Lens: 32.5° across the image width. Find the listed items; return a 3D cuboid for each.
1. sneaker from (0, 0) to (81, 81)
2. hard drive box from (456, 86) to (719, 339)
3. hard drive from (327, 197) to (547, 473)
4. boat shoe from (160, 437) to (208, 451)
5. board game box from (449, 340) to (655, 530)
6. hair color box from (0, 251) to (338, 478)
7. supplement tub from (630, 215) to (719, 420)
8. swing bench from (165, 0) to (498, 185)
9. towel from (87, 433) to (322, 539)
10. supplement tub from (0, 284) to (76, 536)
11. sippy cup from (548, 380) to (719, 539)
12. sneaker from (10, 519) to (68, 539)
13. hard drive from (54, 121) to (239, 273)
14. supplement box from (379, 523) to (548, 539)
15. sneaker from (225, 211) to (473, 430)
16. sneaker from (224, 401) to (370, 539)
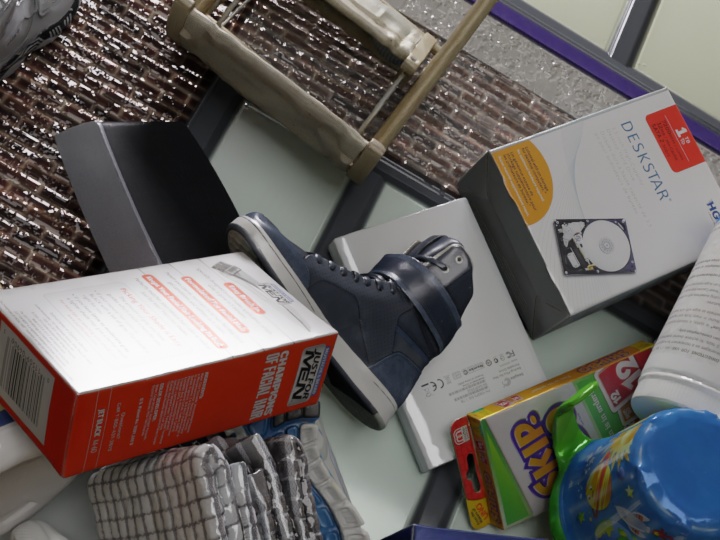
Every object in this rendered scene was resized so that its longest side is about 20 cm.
[{"bbox_3d":[-0.274,-0.211,0.952,0.075,0.115,0.200,37,63,-3],"label":"sneaker"},{"bbox_3d":[0.209,-0.052,1.081,0.199,0.077,0.157,-22,79,-25],"label":"hard drive box"},{"bbox_3d":[0.070,0.050,1.023,0.131,0.026,0.201,-18,77,-24],"label":"hard drive"},{"bbox_3d":[-0.138,0.110,0.904,0.200,0.071,0.091,33,67,-3],"label":"boat shoe"},{"bbox_3d":[0.168,0.135,1.007,0.199,0.030,0.096,-19,103,-21],"label":"board game box"},{"bbox_3d":[-0.125,0.052,0.777,0.199,0.064,0.111,-12,38,-43],"label":"hair color box"},{"bbox_3d":[0.316,0.048,0.992,0.131,0.132,0.201,32,77,-5],"label":"supplement tub"},{"bbox_3d":[-0.029,-0.197,1.027,0.199,0.130,0.200,38,69,-3],"label":"swing bench"},{"bbox_3d":[-0.088,0.206,0.774,0.085,0.165,0.202,-7,79,-40],"label":"towel"},{"bbox_3d":[-0.285,0.073,0.819,0.144,0.145,0.200,-28,71,-25],"label":"supplement tub"},{"bbox_3d":[0.225,0.169,0.923,0.177,0.131,0.140,19,58,-3],"label":"sippy cup"},{"bbox_3d":[-0.159,0.240,0.857,0.088,0.075,0.200,-41,97,-31],"label":"sneaker"},{"bbox_3d":[-0.139,-0.026,0.937,0.135,0.042,0.201,-9,70,-57],"label":"hard drive"},{"bbox_3d":[0.065,0.295,0.886,0.108,0.110,0.202,10,67,-15],"label":"supplement box"},{"bbox_3d":[-0.001,0.000,0.935,0.146,0.077,0.203,-46,118,-17],"label":"sneaker"},{"bbox_3d":[-0.054,0.133,0.914,0.074,0.087,0.201,-18,91,-4],"label":"sneaker"}]
